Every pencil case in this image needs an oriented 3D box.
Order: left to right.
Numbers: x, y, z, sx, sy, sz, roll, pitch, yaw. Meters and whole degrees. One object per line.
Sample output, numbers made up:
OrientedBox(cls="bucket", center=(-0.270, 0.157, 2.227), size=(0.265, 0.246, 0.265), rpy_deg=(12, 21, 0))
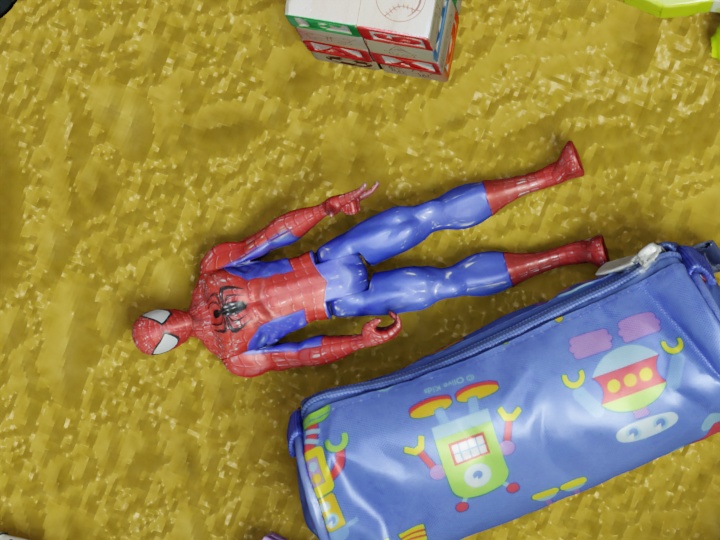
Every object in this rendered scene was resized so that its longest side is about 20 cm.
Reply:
OrientedBox(cls="pencil case", center=(0.065, 0.054, 1.071), size=(0.199, 0.078, 0.087), rpy_deg=(-23, 109, 4))

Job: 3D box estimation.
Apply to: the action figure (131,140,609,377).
OrientedBox(cls="action figure", center=(0.000, 0.000, 1.099), size=(0.199, 0.052, 0.066), rpy_deg=(-17, 89, 7))

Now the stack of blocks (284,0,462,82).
OrientedBox(cls="stack of blocks", center=(0.021, -0.186, 1.071), size=(0.058, 0.115, 0.201), rpy_deg=(10, 87, 6))

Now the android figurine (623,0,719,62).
OrientedBox(cls="android figurine", center=(0.168, -0.170, 1.091), size=(0.199, 0.041, 0.183), rpy_deg=(-8, 86, 5))

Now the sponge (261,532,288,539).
OrientedBox(cls="sponge", center=(0.023, 0.202, 1.093), size=(0.199, 0.030, 0.112), rpy_deg=(27, 89, 7))

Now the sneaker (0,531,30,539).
OrientedBox(cls="sneaker", center=(-0.147, 0.206, 1.088), size=(0.088, 0.074, 0.201), rpy_deg=(-5, 87, 8))

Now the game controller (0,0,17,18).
OrientedBox(cls="game controller", center=(-0.180, -0.206, 1.138), size=(0.104, 0.042, 0.201), rpy_deg=(11, 89, -8))
